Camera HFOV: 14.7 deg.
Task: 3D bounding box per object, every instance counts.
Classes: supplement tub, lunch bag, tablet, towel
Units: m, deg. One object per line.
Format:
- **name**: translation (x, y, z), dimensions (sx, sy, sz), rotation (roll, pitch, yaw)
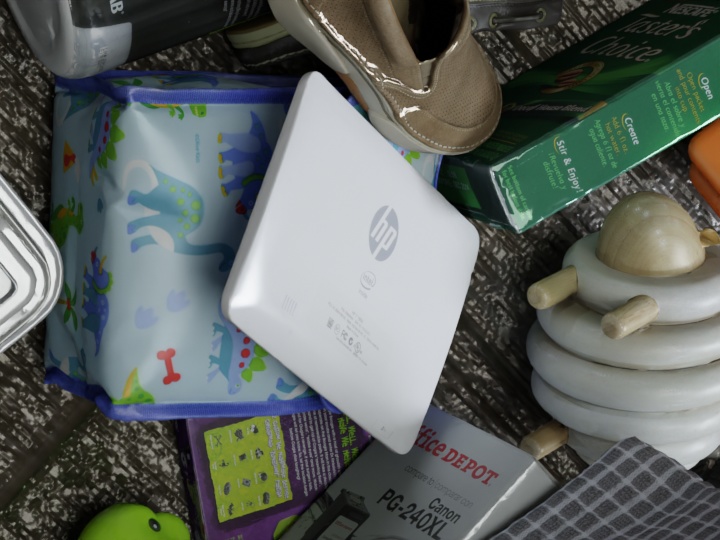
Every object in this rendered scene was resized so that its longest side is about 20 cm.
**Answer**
- **supplement tub**: translation (-0.077, -0.180, 1.378), dimensions (0.200, 0.122, 0.123), rotation (-21, 109, -20)
- **lunch bag**: translation (-0.051, -0.015, 1.425), dimensions (0.200, 0.127, 0.170), rotation (0, 100, -29)
- **tablet**: translation (0.000, 0.000, 1.386), dimensions (0.200, 0.014, 0.130), rotation (42, 62, -55)
- **towel**: translation (0.114, 0.169, 1.327), dimensions (0.200, 0.166, 0.086), rotation (-34, 108, -17)

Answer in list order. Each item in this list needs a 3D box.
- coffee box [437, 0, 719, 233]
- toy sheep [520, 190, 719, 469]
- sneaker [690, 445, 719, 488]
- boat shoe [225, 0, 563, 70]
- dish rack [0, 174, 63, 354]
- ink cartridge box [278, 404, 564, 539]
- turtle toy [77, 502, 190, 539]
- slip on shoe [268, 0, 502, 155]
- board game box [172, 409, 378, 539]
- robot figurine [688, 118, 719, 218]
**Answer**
- **coffee box**: translation (0.131, -0.091, 1.496), dimensions (0.200, 0.123, 0.044), rotation (-30, 108, -15)
- **toy sheep**: translation (0.151, 0.050, 1.531), dimensions (0.138, 0.138, 0.200), rotation (-7, 119, -23)
- **sneaker**: translation (0.245, 0.113, 1.601), dimensions (0.085, 0.077, 0.200), rotation (51, 63, -33)
- **boat shoe**: translation (0.026, -0.132, 1.463), dimensions (0.200, 0.073, 0.065), rotation (-19, 106, -21)
- **dish rack**: translation (-0.259, 0.007, 1.353), dimensions (0.200, 0.044, 0.172), rotation (-39, 105, -4)
- **ink cartridge box**: translation (0.016, 0.174, 1.454), dimensions (0.200, 0.145, 0.083), rotation (-47, 116, -10)
- **turtle toy**: translation (-0.153, 0.204, 1.421), dimensions (0.146, 0.101, 0.200), rotation (52, 49, -35)
- **slip on shoe**: translation (0.028, -0.114, 1.366), dimensions (0.200, 0.060, 0.076), rotation (41, 53, -51)
- **board game box**: translation (-0.030, 0.155, 1.524), dimensions (0.120, 0.032, 0.200), rotation (-14, 107, -19)
- **robot figurine**: translation (0.278, -0.096, 1.559), dimensions (0.200, 0.117, 0.144), rotation (-36, 123, -4)
